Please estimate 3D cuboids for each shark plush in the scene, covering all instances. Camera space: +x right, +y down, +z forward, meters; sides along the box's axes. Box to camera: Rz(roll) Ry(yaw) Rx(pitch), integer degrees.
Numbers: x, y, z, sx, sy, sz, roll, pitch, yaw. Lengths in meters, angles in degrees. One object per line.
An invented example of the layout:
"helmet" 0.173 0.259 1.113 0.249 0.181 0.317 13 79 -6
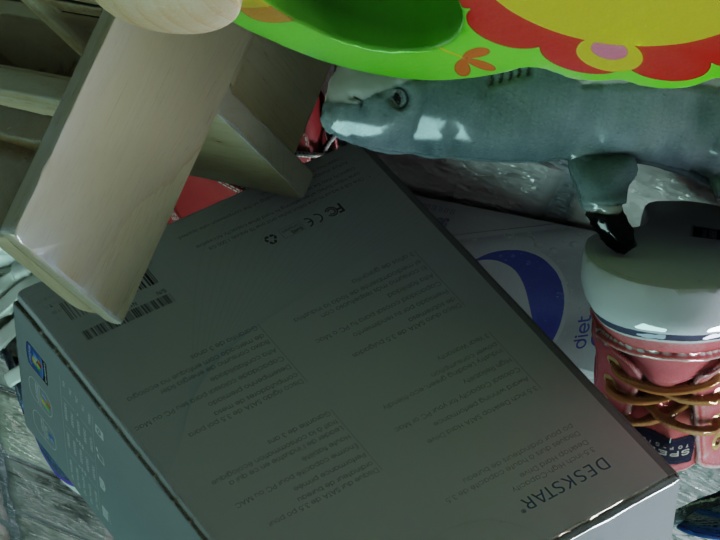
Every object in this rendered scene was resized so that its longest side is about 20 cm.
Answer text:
"shark plush" 0.089 -0.044 1.012 0.200 0.084 0.091 27 163 -15

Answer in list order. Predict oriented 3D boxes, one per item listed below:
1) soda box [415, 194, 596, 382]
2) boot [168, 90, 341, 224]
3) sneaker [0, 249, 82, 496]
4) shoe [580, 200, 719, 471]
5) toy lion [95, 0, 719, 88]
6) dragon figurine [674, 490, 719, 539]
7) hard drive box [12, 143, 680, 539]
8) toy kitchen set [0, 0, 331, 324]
"soda box" 0.076 0.019 1.271 0.199 0.064 0.068 13 161 30
"boot" 0.000 0.000 1.202 0.200 0.072 0.145 30 135 21
"sneaker" -0.154 -0.009 1.270 0.080 0.201 0.146 -23 149 26
"shoe" 0.116 0.032 1.069 0.071 0.091 0.200 9 -171 10
"toy lion" 0.045 -0.103 0.890 0.191 0.069 0.200 25 152 -28
"dragon figurine" 0.193 0.114 1.431 0.200 0.059 0.099 8 159 40
"hard drive box" -0.008 0.064 1.065 0.200 0.156 0.077 48 152 34
"toy kitchen set" -0.133 -0.079 1.050 0.180 0.164 0.200 12 161 32
